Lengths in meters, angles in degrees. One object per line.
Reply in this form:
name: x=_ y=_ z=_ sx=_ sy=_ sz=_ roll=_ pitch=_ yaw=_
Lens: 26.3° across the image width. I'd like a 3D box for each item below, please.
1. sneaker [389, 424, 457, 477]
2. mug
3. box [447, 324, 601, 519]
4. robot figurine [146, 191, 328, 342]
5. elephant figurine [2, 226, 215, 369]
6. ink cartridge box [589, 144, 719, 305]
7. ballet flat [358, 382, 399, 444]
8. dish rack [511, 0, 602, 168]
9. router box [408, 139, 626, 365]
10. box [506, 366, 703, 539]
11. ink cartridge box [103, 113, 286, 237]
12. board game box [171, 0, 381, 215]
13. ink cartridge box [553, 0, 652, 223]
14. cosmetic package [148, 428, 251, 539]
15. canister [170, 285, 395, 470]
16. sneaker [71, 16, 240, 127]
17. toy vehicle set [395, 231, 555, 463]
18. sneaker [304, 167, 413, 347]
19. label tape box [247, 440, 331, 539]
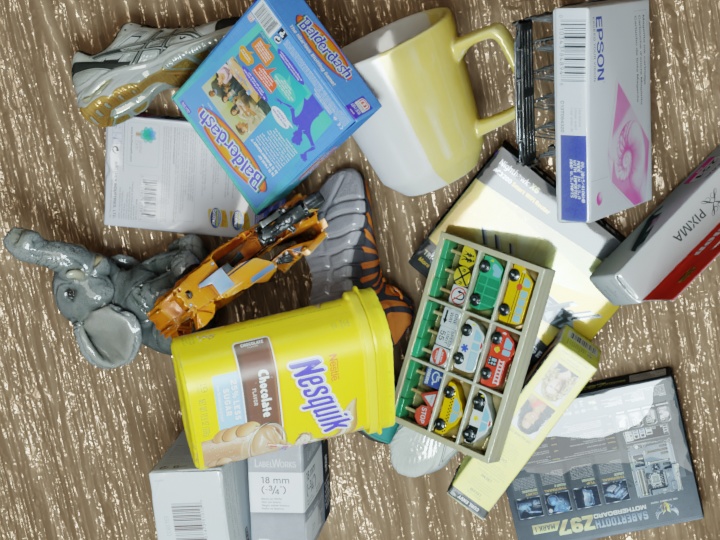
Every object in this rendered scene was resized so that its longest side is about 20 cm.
sneaker: x=0.104 y=0.135 z=1.607 sx=0.072 sy=0.072 sz=0.200 roll=44 pitch=113 yaw=6
mug: x=0.060 y=-0.160 z=1.519 sx=0.149 sy=0.186 sz=0.154 roll=-34 pitch=108 yaw=-28
box: x=0.165 y=0.153 z=1.561 sx=0.050 sy=0.075 sz=0.201 roll=35 pitch=106 yaw=3
robot figurine: x=-0.114 y=-0.006 z=1.525 sx=0.200 sy=0.145 sz=0.058 roll=-36 pitch=92 yaw=-28
elephant figurine: x=-0.259 y=0.028 z=1.627 sx=0.198 sy=0.142 sz=0.156 roll=-5 pitch=87 yaw=4
ink cartridge box: x=0.320 y=-0.049 z=1.463 sx=0.200 sy=0.174 sz=0.044 roll=-44 pitch=93 yaw=-7
ballet flat: x=-0.019 y=0.114 z=1.628 sx=0.068 sy=0.068 sz=0.200 roll=-51 pitch=126 yaw=-2
dish rack: x=0.192 y=-0.179 z=1.477 sx=0.054 sy=0.200 sz=0.155 roll=1 pitch=102 yaw=23
router box: x=0.175 y=-0.010 z=1.587 sx=0.200 sy=0.052 sz=0.158 roll=38 pitch=105 yaw=-1
box: x=0.247 y=0.199 z=1.620 sx=0.199 sy=0.051 sz=0.159 roll=-13 pitch=97 yaw=12
ink cartridge box: x=-0.171 y=-0.100 z=1.629 sx=0.198 sy=0.042 sz=0.120 roll=6 pitch=103 yaw=10
board game box: x=-0.086 y=-0.165 z=1.507 sx=0.153 sy=0.045 sz=0.200 roll=54 pitch=138 yaw=1
ink cartridge box: x=0.244 y=-0.158 z=1.469 sx=0.043 sy=0.200 sz=0.198 roll=5 pitch=105 yaw=34
cosmetic package: x=-0.152 y=0.226 z=1.614 sx=0.080 sy=0.200 sz=0.114 roll=-4 pitch=104 yaw=11
canister: x=-0.073 y=0.107 z=1.479 sx=0.198 sy=0.087 sz=0.149 roll=-13 pitch=131 yaw=-11
sneaker: x=-0.208 y=-0.229 z=1.590 sx=0.199 sy=0.076 sz=0.088 roll=-23 pitch=67 yaw=-2
toy vehicle set: x=0.109 y=0.075 z=1.536 sx=0.124 sy=0.026 sz=0.201 roll=20 pitch=98 yaw=32
sneaker: x=0.000 y=0.000 z=1.610 sx=0.077 sy=0.112 sz=0.202 roll=-10 pitch=68 yaw=38
label tape box: x=-0.076 y=0.183 z=1.620 sx=0.063 sy=0.144 sz=0.202 roll=-1 pitch=102 yaw=9
